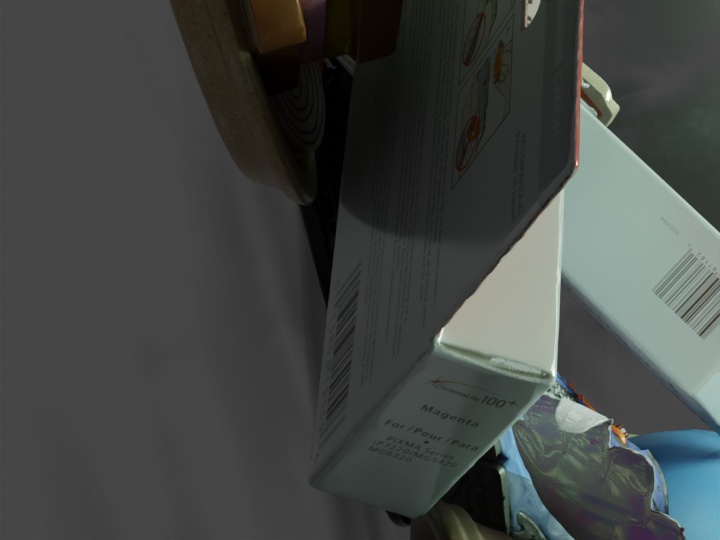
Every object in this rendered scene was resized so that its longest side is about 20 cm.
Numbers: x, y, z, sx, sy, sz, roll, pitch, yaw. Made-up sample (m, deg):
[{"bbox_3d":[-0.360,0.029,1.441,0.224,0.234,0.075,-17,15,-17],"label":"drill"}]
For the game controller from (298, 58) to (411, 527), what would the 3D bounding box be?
[{"bbox_3d":[0.000,0.000,0.878,0.104,0.042,0.202,-18,92,-71],"label":"game controller"}]

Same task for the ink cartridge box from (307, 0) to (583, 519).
[{"bbox_3d":[0.042,-0.055,0.646,0.174,0.043,0.201,129,-27,-50],"label":"ink cartridge box"}]

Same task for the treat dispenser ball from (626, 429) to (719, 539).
[{"bbox_3d":[0.135,0.166,0.899,0.201,0.199,0.203,-15,90,-86],"label":"treat dispenser ball"}]

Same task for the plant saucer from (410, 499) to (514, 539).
[{"bbox_3d":[0.048,0.167,0.679,0.200,0.029,0.202,171,-90,-84],"label":"plant saucer"}]

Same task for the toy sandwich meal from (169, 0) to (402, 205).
[{"bbox_3d":[-0.024,-0.118,0.688,0.205,0.070,0.207,-15,90,-86],"label":"toy sandwich meal"}]

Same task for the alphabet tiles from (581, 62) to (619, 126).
[{"bbox_3d":[0.039,-0.121,1.086,0.195,0.015,0.200,41,-17,6],"label":"alphabet tiles"}]

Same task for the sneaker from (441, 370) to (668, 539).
[{"bbox_3d":[0.061,0.070,0.763,0.075,0.078,0.201,-6,-70,50],"label":"sneaker"}]

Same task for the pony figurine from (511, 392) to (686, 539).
[{"bbox_3d":[0.122,0.123,0.678,0.193,0.165,0.201,75,26,-63],"label":"pony figurine"}]

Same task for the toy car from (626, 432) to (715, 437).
[{"bbox_3d":[0.123,0.190,1.063,0.158,0.163,0.202,65,23,-66],"label":"toy car"}]

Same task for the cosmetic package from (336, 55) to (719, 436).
[{"bbox_3d":[0.080,-0.024,0.824,0.200,0.052,0.151,45,5,22],"label":"cosmetic package"}]

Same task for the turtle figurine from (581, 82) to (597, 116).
[{"bbox_3d":[0.025,-0.093,1.005,0.149,0.101,0.201,17,-35,54],"label":"turtle figurine"}]
